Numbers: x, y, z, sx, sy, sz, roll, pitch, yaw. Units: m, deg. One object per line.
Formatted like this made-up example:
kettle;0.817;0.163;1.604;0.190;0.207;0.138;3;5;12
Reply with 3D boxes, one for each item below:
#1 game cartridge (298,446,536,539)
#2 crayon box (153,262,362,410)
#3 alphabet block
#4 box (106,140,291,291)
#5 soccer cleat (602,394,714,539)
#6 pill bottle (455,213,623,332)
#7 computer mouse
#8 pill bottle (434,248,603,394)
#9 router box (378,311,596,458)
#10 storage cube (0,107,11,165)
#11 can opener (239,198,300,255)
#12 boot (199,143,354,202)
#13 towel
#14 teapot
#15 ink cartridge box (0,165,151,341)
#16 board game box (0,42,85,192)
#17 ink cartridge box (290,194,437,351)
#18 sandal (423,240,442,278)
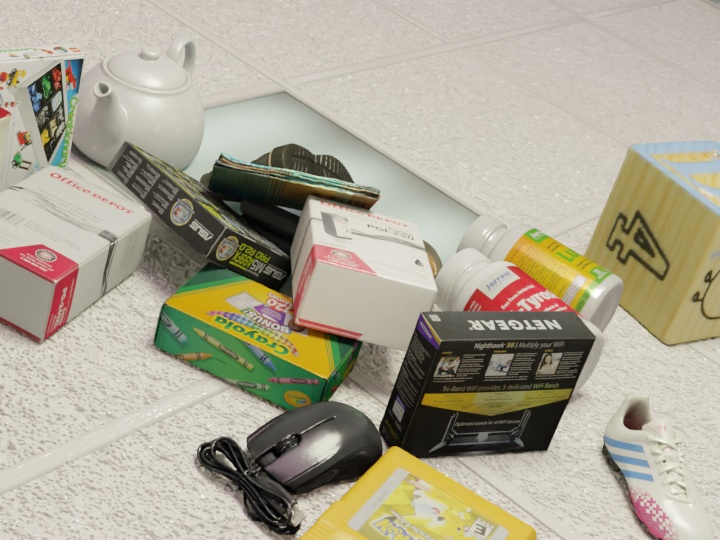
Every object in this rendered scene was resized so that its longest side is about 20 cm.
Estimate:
game cartridge;0.055;0.261;1.258;0.175;0.033;0.200;28;30;17
crayon box;-0.109;0.074;1.446;0.198;0.059;0.119;24;29;10
alphabet block;0.453;-0.043;1.817;0.194;0.201;0.197;-6;37;-34
box;-0.187;-0.063;1.575;0.200;0.044;0.160;39;6;31
soccer cleat;0.323;0.215;1.428;0.069;0.087;0.201;3;33;-25
pill bottle;0.222;0.011;1.684;0.199;0.112;0.111;32;32;23
computer mouse;-0.049;0.177;1.318;0.138;0.053;0.199;37;34;30
pill bottle;0.182;0.061;1.578;0.112;0.113;0.200;-14;43;-43
router box;0.134;0.120;1.408;0.198;0.158;0.052;1;34;-29
storage cube;-0.507;-0.109;1.417;0.179;0.172;0.200;27;30;12
can opener;-0.070;-0.032;1.652;0.199;0.053;0.066;28;30;17
boot;-0.102;-0.109;1.748;0.200;0.137;0.078;32;53;-54
towel;-0.084;-0.098;1.603;0.198;0.022;0.147;11;-10;-9
teapot;-0.289;-0.230;1.765;0.196;0.147;0.200;1;33;-28
ink cartridge box;-0.343;-0.024;1.454;0.144;0.084;0.200;25;30;12
board game box;-0.391;-0.160;1.536;0.126;0.202;0.035;-14;40;-44
ink cartridge box;0.000;0.000;1.506;0.144;0.086;0.200;14;20;-11
sandal;0.059;0.003;1.663;0.081;0.055;0.200;23;30;8
